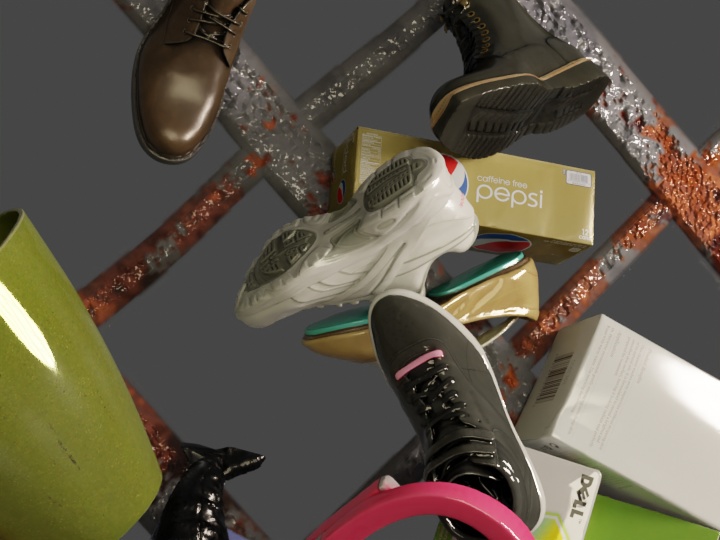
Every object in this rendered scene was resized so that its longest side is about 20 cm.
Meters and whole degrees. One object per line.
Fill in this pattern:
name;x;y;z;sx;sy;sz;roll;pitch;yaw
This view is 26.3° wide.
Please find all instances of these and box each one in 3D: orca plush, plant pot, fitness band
orca plush;-0.097;0.207;1.020;0.105;0.071;0.200;38;54;-24
plant pot;-0.230;0.095;1.014;0.187;0.187;0.200;-46;109;-21
fitness band;0.028;0.218;1.023;0.144;0.037;0.200;43;114;-10

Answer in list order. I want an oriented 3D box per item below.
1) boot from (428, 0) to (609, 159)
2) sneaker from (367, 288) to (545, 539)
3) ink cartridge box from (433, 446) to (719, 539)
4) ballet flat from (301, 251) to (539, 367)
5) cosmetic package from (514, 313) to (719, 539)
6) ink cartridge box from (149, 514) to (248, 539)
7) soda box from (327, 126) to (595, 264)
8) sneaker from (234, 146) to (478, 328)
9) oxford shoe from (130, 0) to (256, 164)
boot;0.086;-0.163;1.183;0.138;0.077;0.200;49;33;19
sneaker;0.062;0.101;1.051;0.071;0.099;0.200;-30;86;11
ink cartridge box;0.153;0.219;1.122;0.200;0.076;0.148;17;73;9
ballet flat;0.053;0.043;1.168;0.200;0.069;0.063;-19;100;-20
cosmetic package;0.233;0.131;1.201;0.200;0.081;0.113;31;71;-11
ink cartridge box;-0.069;0.253;1.092;0.200;0.044;0.094;30;69;-10
soda box;0.078;-0.056;1.193;0.200;0.068;0.064;10;73;-17
sneaker;0.000;0.000;1.116;0.099;0.200;0.078;47;27;-29
oxford shoe;-0.121;-0.177;1.145;0.073;0.084;0.200;17;75;-16
